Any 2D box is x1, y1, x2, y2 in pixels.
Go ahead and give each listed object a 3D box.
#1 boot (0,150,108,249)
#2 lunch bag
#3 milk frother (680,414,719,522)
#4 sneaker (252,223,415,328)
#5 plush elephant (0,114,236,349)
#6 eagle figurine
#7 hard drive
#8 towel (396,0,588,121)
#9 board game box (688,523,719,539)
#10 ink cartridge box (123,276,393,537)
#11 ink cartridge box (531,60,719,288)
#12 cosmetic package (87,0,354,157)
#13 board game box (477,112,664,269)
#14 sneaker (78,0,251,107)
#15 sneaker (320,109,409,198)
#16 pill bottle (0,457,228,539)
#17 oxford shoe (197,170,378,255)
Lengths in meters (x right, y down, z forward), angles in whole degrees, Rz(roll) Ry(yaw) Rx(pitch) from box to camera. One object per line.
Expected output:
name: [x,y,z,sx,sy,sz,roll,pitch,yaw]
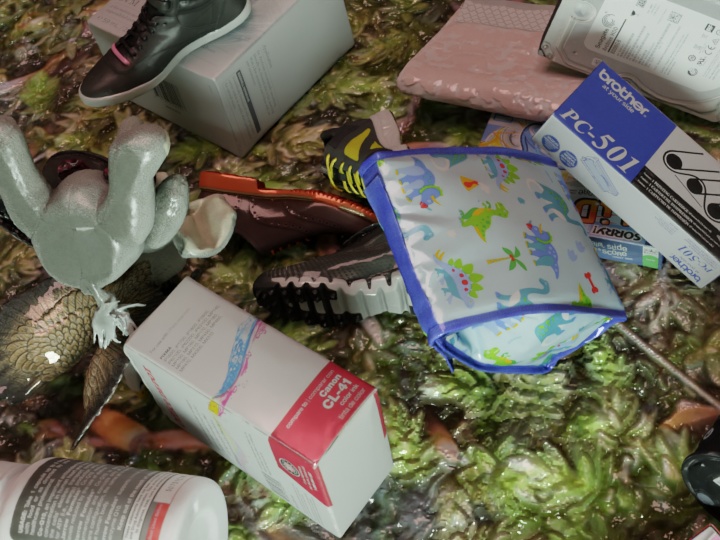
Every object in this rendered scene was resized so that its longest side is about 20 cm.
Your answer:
boot: [-0.296,-0.069,1.104,0.200,0.174,0.069,31,107,29]
lunch bag: [0.098,-0.010,0.932,0.127,0.200,0.170,-40,58,33]
milk frother: [0.381,0.133,0.836,0.200,0.180,0.188,45,68,-11]
sneaker: [0.000,0.000,1.054,0.200,0.066,0.091,-4,50,6]
plush elephant: [-0.198,-0.057,0.944,0.165,0.200,0.155,-2,27,16]
eagle figurine: [-0.223,0.058,1.011,0.200,0.152,0.151,-27,84,-45]
hard drive: [0.284,-0.228,1.064,0.200,0.140,0.038,22,49,0]
towel: [0.165,-0.224,1.175,0.200,0.032,0.191,14,46,23]
board game box: [0.222,0.297,0.792,0.200,0.040,0.153,-32,53,-11]
ink cartridge box: [-0.079,0.111,0.927,0.200,0.148,0.086,31,66,25]
ink cartridge box: [0.258,-0.086,1.001,0.200,0.044,0.094,42,57,4]
cosmetic package: [-0.151,-0.264,1.247,0.199,0.123,0.200,28,63,29]
board game box: [0.203,-0.080,1.081,0.200,0.034,0.135,11,57,20]
sneaker: [-0.208,-0.247,1.113,0.200,0.099,0.071,-36,58,-6]
sneaker: [0.007,-0.091,1.089,0.085,0.075,0.200,-12,26,-1]
pill bottle: [-0.219,0.212,0.915,0.200,0.114,0.114,5,55,17]
oxford shoe: [-0.067,-0.047,1.115,0.200,0.071,0.073,11,91,12]
